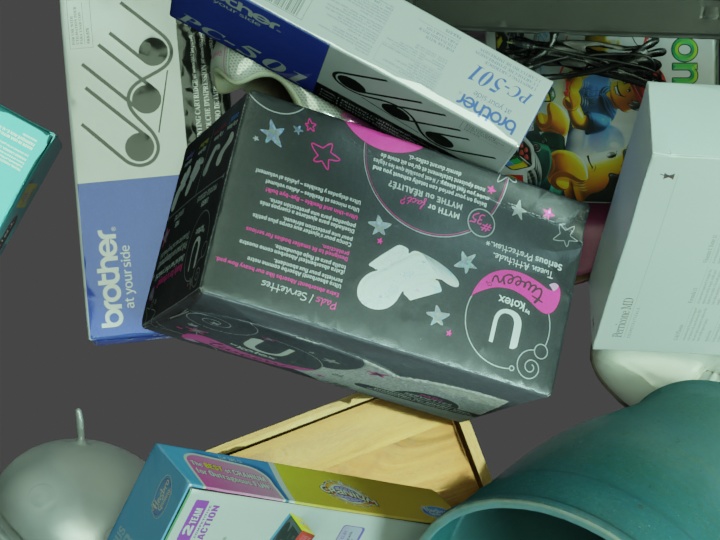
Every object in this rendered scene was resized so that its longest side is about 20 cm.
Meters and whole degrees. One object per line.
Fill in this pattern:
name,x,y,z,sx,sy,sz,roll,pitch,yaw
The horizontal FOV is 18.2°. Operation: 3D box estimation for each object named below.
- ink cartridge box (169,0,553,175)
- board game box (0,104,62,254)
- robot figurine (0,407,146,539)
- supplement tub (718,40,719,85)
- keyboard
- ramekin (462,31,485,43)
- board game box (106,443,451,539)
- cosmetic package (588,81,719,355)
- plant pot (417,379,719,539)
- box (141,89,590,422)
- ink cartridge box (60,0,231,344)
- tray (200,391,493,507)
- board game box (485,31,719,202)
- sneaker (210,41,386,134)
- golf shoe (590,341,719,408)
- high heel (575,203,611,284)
ink cartridge box,-0.003,-0.118,1.185,0.200,0.094,0.044,29,77,0
board game box,-0.287,-0.025,1.297,0.151,0.047,0.200,29,84,1
robot figurine,-0.167,0.176,1.232,0.169,0.113,0.200,26,105,-9
supplement tub,0.257,-0.117,1.253,0.122,0.200,0.123,0,85,-2
keyboard,0.108,-0.148,1.197,0.200,0.040,0.104,5,87,16
ramekin,0.086,-0.236,1.306,0.200,0.105,0.201,0,84,-2
board game box,-0.055,0.178,1.206,0.200,0.040,0.153,15,109,-41
cosmetic package,0.210,-0.022,1.201,0.150,0.200,0.052,1,59,-4
plant pot,0.158,0.159,1.212,0.200,0.200,0.188,48,48,3
box,0.000,0.000,1.217,0.200,0.132,0.115,18,74,-15
ink cartridge box,-0.118,-0.062,1.302,0.094,0.044,0.200,-5,84,-3
tray,-0.027,0.133,1.298,0.200,0.037,0.099,-21,86,-4
board game box,0.132,-0.135,1.225,0.126,0.035,0.200,1,110,14
sneaker,-0.008,-0.088,1.280,0.200,0.081,0.088,36,71,-13
golf shoe,0.229,0.073,1.288,0.200,0.092,0.073,22,86,2
high heel,0.201,-0.008,1.306,0.200,0.067,0.096,14,73,14
